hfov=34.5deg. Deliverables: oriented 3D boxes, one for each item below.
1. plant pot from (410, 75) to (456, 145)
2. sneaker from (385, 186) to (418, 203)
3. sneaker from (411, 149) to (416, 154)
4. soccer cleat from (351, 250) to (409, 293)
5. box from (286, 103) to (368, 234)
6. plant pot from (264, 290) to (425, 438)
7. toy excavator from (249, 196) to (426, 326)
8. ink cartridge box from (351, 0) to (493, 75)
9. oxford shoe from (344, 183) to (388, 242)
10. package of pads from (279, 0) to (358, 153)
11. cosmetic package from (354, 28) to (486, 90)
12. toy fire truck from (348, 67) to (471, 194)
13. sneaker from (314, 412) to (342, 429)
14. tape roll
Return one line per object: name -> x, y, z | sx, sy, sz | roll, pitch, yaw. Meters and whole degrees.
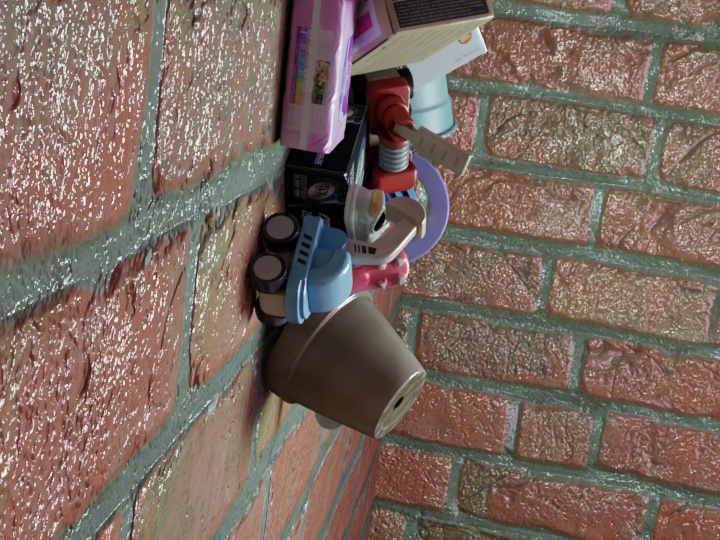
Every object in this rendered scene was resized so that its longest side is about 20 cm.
plant pot -> 0.057, -0.325, 1.873 | 0.201, 0.197, 0.199 | -67, 157, -63
sneaker -> 0.046, -0.121, 1.830 | 0.075, 0.081, 0.200 | 63, 11, -12
sneaker -> 0.033, -0.226, 1.958 | 0.199, 0.093, 0.071 | -37, 153, -45
soccer cleat -> -0.030, 0.001, 1.580 | 0.077, 0.197, 0.068 | -127, -149, -64
box -> -0.047, -0.112, 1.653 | 0.165, 0.085, 0.202 | -74, 170, -48
plant pot -> -0.009, 0.138, 1.632 | 0.200, 0.173, 0.201 | -44, 158, -23
toy excavator -> -0.026, -0.016, 1.473 | 0.101, 0.197, 0.197 | 91, 11, -55
ink cartridge box -> 0.056, -0.330, 1.554 | 0.199, 0.163, 0.076 | -16, -91, 61
oxford shoe -> 0.013, -0.069, 1.612 | 0.200, 0.057, 0.076 | 74, 24, -77
package of pads -> -0.051, -0.258, 1.467 | 0.121, 0.074, 0.203 | -59, 157, -69
cosmetic package -> 0.074, -0.348, 1.726 | 0.152, 0.198, 0.052 | 60, 2, -43
toy fire truck -> 0.066, -0.178, 1.691 | 0.201, 0.127, 0.178 | -115, -160, -46
sneaker -> -0.031, 0.142, 1.828 | 0.116, 0.072, 0.204 | -52, 149, -84
tape roll -> 0.059, -0.113, 2.059 | 0.085, 0.197, 0.203 | -25, 123, -84
